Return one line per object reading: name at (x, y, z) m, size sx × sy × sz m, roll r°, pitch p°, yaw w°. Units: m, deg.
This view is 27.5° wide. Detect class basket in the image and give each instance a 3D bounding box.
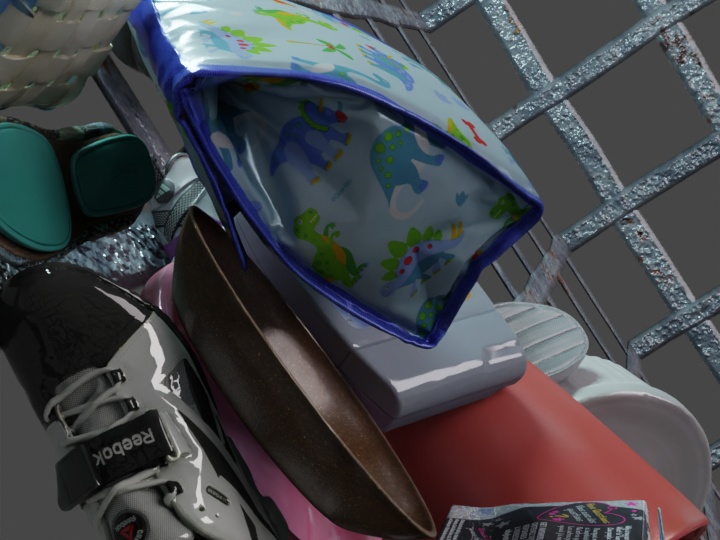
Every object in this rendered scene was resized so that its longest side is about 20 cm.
basket at (-0.209, -0.165, 0.678) m, size 0.200 × 0.139 × 0.176 m, roll 47°, pitch 16°, yaw 4°

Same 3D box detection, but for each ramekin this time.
ramekin at (0.166, 0.159, 1.162) m, size 0.202 × 0.202 × 0.094 m, roll 48°, pitch 3°, yaw -32°

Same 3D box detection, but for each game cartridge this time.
game cartridge at (0.000, 0.000, 0.887) m, size 0.133 × 0.042 × 0.200 m, roll -10°, pitch 57°, yaw -46°

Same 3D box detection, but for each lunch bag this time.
lunch bag at (-0.031, -0.072, 0.760) m, size 0.200 × 0.128 × 0.170 m, roll 33°, pitch 12°, yaw -29°

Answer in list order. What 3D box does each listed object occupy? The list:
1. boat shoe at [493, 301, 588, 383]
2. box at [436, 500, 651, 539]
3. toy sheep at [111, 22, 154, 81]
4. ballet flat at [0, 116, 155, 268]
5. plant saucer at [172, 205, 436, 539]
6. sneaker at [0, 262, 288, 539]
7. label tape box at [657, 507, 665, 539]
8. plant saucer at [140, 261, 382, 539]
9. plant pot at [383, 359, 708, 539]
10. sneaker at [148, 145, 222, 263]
boat shoe at (0.077, 0.076, 1.087) m, size 0.199 × 0.067 × 0.074 m, roll -11°, pitch 59°, yaw -32°
box at (0.100, 0.231, 0.753) m, size 0.132 × 0.114 × 0.201 m, roll -32°, pitch 118°, yaw -76°
toy sheep at (-0.132, -0.197, 1.036) m, size 0.138 × 0.138 × 0.201 m, roll 38°, pitch 19°, yaw -54°
ballet flat at (-0.163, -0.034, 0.701) m, size 0.074 × 0.074 × 0.200 m, roll 58°, pitch 14°, yaw 6°
plant saucer at (-0.035, 0.058, 0.725) m, size 0.201 × 0.037 × 0.200 m, roll 54°, pitch 2°, yaw -3°
sneaker at (-0.094, 0.086, 0.648) m, size 0.200 × 0.074 × 0.089 m, roll 54°, pitch 12°, yaw -11°
label tape box at (0.193, 0.241, 0.766) m, size 0.144 × 0.063 × 0.201 m, roll -50°, pitch 137°, yaw -77°
plant saucer at (-0.063, 0.090, 0.799) m, size 0.201 × 0.051 × 0.201 m, roll 53°, pitch 15°, yaw -20°
plant pot at (0.090, 0.154, 0.940) m, size 0.178 × 0.200 × 0.200 m, roll 50°, pitch 10°, yaw 21°
sneaker at (-0.078, -0.038, 0.976) m, size 0.140 × 0.078 × 0.200 m, roll 62°, pitch 14°, yaw 16°
